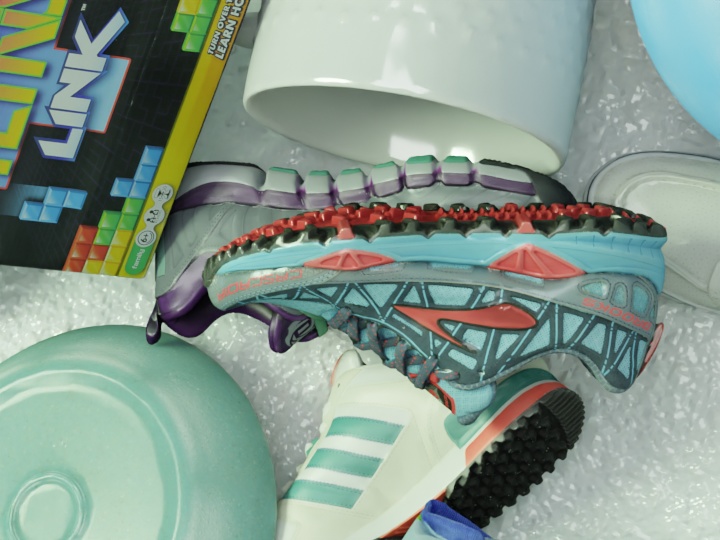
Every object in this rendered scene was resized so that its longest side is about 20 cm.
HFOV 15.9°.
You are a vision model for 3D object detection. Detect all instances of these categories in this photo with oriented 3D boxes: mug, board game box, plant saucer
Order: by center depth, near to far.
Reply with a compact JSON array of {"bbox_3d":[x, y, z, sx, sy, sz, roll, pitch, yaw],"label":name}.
[{"bbox_3d":[-0.143,-0.098,1.114,0.057,0.165,0.200,53,129,46],"label":"board game box"},{"bbox_3d":[0.011,-0.147,1.166,0.200,0.148,0.175,8,79,19],"label":"mug"},{"bbox_3d":[-0.135,0.115,1.169,0.200,0.036,0.200,-8,69,22],"label":"plant saucer"}]

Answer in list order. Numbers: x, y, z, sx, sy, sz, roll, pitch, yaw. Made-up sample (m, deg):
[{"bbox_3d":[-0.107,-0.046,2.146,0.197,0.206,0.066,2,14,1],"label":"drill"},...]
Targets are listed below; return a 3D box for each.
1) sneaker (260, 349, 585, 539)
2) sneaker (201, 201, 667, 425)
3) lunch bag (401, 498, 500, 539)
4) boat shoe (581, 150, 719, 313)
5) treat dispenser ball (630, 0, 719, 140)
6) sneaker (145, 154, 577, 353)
[{"bbox_3d":[0.002,0.092,1.178,0.200,0.070,0.093,-39,57,6],"label":"sneaker"},{"bbox_3d":[0.031,0.021,1.103,0.200,0.079,0.096,0,97,5],"label":"sneaker"},{"bbox_3d":[0.073,0.223,1.114,0.200,0.127,0.170,34,88,-18],"label":"lunch bag"},{"bbox_3d":[0.192,-0.002,1.153,0.200,0.070,0.071,27,87,11],"label":"boat shoe"},{"bbox_3d":[0.215,-0.137,1.104,0.201,0.201,0.201,-1,82,8],"label":"treat dispenser ball"},{"bbox_3d":[0.000,0.000,1.175,0.200,0.074,0.088,-1,67,17],"label":"sneaker"}]
